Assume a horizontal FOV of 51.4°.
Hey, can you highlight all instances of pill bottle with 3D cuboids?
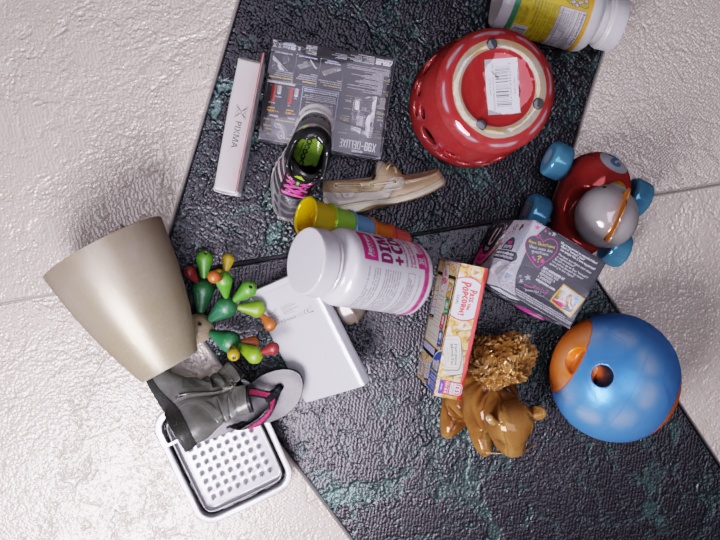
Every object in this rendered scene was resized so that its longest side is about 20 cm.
[{"bbox_3d":[0.312,-0.411,1.177,0.198,0.113,0.114,14,93,-6],"label":"pill bottle"},{"bbox_3d":[0.000,0.000,1.096,0.199,0.113,0.114,9,94,-38],"label":"pill bottle"}]

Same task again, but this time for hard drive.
[{"bbox_3d":[-0.081,0.103,1.178,0.131,0.027,0.201,-22,97,37],"label":"hard drive"}]

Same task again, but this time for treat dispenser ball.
[{"bbox_3d":[0.400,0.168,1.181,0.199,0.201,0.203,0,94,-6],"label":"treat dispenser ball"}]

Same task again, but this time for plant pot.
[{"bbox_3d":[-0.327,0.053,1.098,0.186,0.187,0.201,-30,93,-3],"label":"plant pot"},{"bbox_3d":[0.182,-0.263,1.141,0.199,0.183,0.202,0,94,-4],"label":"plant pot"}]

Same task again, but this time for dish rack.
[{"bbox_3d":[-0.218,0.286,1.205,0.171,0.044,0.201,-24,96,-5],"label":"dish rack"}]

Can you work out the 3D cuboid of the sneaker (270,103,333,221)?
[{"bbox_3d":[-0.092,-0.150,1.135,0.073,0.088,0.201,17,123,-12],"label":"sneaker"}]

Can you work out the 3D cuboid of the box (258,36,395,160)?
[{"bbox_3d":[-0.053,-0.268,1.179,0.198,0.050,0.159,8,94,-6],"label":"box"}]

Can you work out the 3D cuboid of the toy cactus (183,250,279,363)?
[{"bbox_3d":[-0.226,0.074,1.161,0.165,0.102,0.201,-35,88,16],"label":"toy cactus"}]

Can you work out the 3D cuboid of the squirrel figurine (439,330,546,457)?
[{"bbox_3d":[0.212,0.194,1.171,0.140,0.187,0.202,0,94,-6],"label":"squirrel figurine"}]

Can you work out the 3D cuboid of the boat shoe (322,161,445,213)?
[{"bbox_3d":[0.035,-0.138,1.186,0.198,0.074,0.070,-15,101,-4],"label":"boat shoe"}]

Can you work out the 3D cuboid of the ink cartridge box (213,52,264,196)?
[{"bbox_3d":[-0.180,-0.212,1.107,0.043,0.174,0.202,11,93,-7],"label":"ink cartridge box"}]

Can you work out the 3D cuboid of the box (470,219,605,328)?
[{"bbox_3d":[0.260,-0.003,1.155,0.132,0.200,0.115,29,89,-7],"label":"box"}]

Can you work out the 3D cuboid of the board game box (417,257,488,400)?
[{"bbox_3d":[0.140,0.085,1.174,0.046,0.151,0.202,11,93,-6],"label":"board game box"}]

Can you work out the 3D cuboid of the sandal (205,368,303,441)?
[{"bbox_3d":[-0.178,0.215,1.160,0.199,0.045,0.076,-23,95,-5],"label":"sandal"}]

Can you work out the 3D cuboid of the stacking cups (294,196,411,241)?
[{"bbox_3d":[-0.003,-0.063,1.153,0.199,0.060,0.061,13,93,-35],"label":"stacking cups"}]

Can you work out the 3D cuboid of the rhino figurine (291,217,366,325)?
[{"bbox_3d":[-0.052,0.002,1.179,0.060,0.087,0.201,-31,97,-4],"label":"rhino figurine"}]

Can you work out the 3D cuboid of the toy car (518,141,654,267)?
[{"bbox_3d":[0.378,-0.102,1.161,0.183,0.200,0.178,23,91,-7],"label":"toy car"}]

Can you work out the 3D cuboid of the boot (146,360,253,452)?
[{"bbox_3d":[-0.248,0.178,1.150,0.130,0.200,0.068,-30,138,-16],"label":"boot"}]
